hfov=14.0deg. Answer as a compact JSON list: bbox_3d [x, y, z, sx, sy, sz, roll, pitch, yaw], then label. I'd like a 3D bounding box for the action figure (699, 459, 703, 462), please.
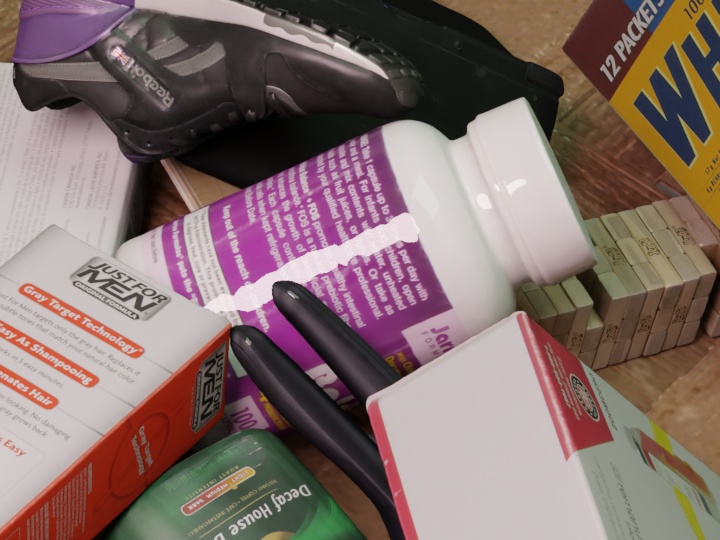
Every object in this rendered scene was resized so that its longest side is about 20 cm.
[{"bbox_3d":[0.232,0.116,1.349,0.200,0.069,0.130,-10,59,-17],"label":"action figure"}]

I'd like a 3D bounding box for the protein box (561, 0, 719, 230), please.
[{"bbox_3d":[0.251,-0.093,1.463,0.199,0.135,0.200,1,41,-45],"label":"protein box"}]

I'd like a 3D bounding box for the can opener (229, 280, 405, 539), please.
[{"bbox_3d":[0.018,0.081,1.273,0.063,0.079,0.200,-45,110,-21],"label":"can opener"}]

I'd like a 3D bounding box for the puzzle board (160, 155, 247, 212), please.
[{"bbox_3d":[-0.066,-0.094,1.462,0.151,0.017,0.200,-9,61,-48],"label":"puzzle board"}]

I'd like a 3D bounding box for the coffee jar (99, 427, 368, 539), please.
[{"bbox_3d":[-0.014,0.163,1.231,0.104,0.085,0.200,-30,60,-34],"label":"coffee jar"}]

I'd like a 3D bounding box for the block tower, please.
[{"bbox_3d":[0.105,0.013,1.427,0.200,0.054,0.058,-13,50,-23],"label":"block tower"}]

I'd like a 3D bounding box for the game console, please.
[{"bbox_3d":[-0.012,-0.094,1.482,0.200,0.116,0.176,22,71,-24],"label":"game console"}]

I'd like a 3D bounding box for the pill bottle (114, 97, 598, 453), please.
[{"bbox_3d":[0.000,0.000,1.319,0.200,0.112,0.112,-24,49,7],"label":"pill bottle"}]

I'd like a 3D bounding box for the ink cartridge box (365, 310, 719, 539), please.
[{"bbox_3d":[0.102,0.128,1.211,0.083,0.200,0.145,-32,49,17],"label":"ink cartridge box"}]

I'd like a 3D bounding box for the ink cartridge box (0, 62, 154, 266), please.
[{"bbox_3d":[-0.206,-0.032,1.417,0.200,0.050,0.162,1,45,7],"label":"ink cartridge box"}]

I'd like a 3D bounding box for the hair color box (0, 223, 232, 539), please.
[{"bbox_3d":[-0.151,0.073,1.198,0.101,0.061,0.200,28,48,22],"label":"hair color box"}]

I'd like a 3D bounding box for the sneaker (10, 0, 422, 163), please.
[{"bbox_3d":[-0.068,-0.085,1.348,0.200,0.088,0.076,18,6,23],"label":"sneaker"}]
